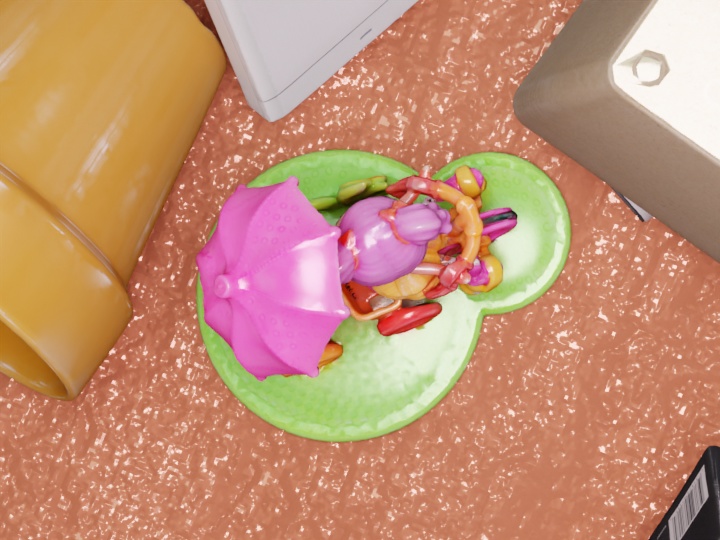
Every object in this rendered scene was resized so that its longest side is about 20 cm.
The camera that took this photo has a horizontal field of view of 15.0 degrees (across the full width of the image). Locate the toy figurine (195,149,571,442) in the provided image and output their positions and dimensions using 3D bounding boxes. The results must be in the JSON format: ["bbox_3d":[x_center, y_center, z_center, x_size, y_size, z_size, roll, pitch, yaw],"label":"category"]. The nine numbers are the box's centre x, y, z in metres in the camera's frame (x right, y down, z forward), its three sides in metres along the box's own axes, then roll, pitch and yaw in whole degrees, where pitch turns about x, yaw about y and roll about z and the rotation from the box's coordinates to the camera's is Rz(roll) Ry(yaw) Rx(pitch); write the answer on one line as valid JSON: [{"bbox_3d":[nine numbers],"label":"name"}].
[{"bbox_3d":[0.000,0.000,1.316,0.200,0.184,0.150,-21,85,7],"label":"toy figurine"}]

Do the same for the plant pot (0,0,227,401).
[{"bbox_3d":[-0.168,-0.067,1.354,0.200,0.200,0.183,34,77,9],"label":"plant pot"}]

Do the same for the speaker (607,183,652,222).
[{"bbox_3d":[0.187,-0.119,1.344,0.200,0.081,0.081,-43,82,5],"label":"speaker"}]

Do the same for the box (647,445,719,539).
[{"bbox_3d":[0.177,0.201,1.279,0.141,0.079,0.200,23,118,-12],"label":"box"}]

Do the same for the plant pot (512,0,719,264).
[{"bbox_3d":[0.200,-0.098,1.216,0.200,0.177,0.200,36,93,3],"label":"plant pot"}]

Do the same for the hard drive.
[{"bbox_3d":[-0.023,-0.172,1.303,0.132,0.200,0.027,-42,58,-13],"label":"hard drive"}]
